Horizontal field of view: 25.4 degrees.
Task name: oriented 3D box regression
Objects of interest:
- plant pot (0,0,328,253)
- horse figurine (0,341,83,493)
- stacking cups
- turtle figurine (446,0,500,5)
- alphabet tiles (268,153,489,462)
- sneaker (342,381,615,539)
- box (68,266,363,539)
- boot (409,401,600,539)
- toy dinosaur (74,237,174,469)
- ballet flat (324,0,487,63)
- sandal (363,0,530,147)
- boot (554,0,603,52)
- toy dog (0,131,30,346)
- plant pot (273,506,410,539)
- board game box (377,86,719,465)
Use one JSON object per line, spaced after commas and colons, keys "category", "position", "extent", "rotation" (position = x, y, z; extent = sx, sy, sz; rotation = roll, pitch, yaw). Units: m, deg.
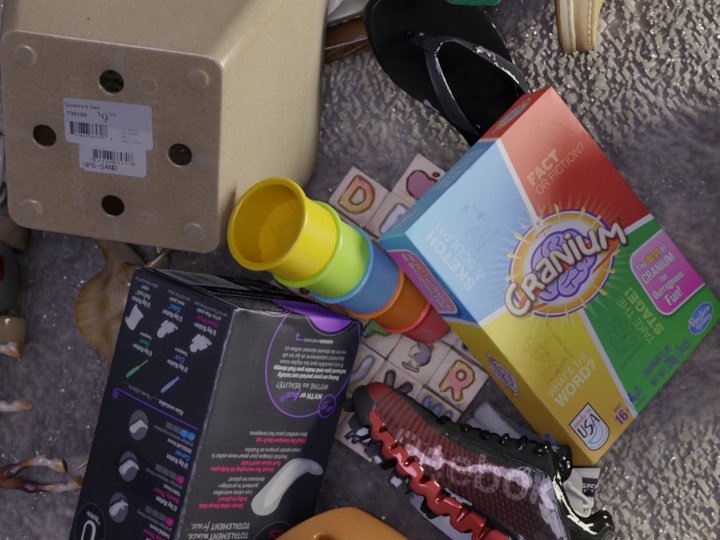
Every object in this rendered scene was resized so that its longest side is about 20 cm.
{"category": "plant pot", "position": [-0.135, -0.118, 1.022], "extent": [0.200, 0.177, 0.200], "rotation": [9, 123, 5]}
{"category": "horse figurine", "position": [-0.276, 0.118, 1.088], "extent": [0.133, 0.050, 0.200], "rotation": [-13, 129, 4]}
{"category": "stacking cups", "position": [0.000, 0.000, 1.031], "extent": [0.060, 0.200, 0.061], "rotation": [-14, 65, 33]}
{"category": "turtle figurine", "position": [0.059, -0.271, 1.084], "extent": [0.101, 0.200, 0.150], "rotation": [-27, 129, 19]}
{"category": "alphabet tiles", "position": [0.024, 0.026, 1.126], "extent": [0.166, 0.006, 0.200], "rotation": [35, 90, 6]}
{"category": "sneaker", "position": [0.081, 0.131, 1.026], "extent": [0.200, 0.071, 0.098], "rotation": [42, 89, 12]}
{"category": "box", "position": [-0.096, 0.109, 1.044], "extent": [0.106, 0.122, 0.200], "rotation": [20, 97, 42]}
{"category": "boot", "position": [0.137, 0.175, 1.074], "extent": [0.200, 0.074, 0.096], "rotation": [37, 94, 5]}
{"category": "toy dinosaur", "position": [-0.158, 0.037, 1.125], "extent": [0.101, 0.058, 0.200], "rotation": [-9, 78, 19]}
{"category": "ballet flat", "position": [0.008, -0.188, 1.107], "extent": [0.200, 0.072, 0.068], "rotation": [-16, 81, 3]}
{"category": "sandal", "position": [0.084, -0.118, 1.077], "extent": [0.076, 0.043, 0.200], "rotation": [-44, 106, -1]}
{"category": "boot", "position": [0.217, -0.238, 1.093], "extent": [0.155, 0.073, 0.200], "rotation": [10, 82, 8]}
{"category": "toy dog", "position": [-0.278, -0.003, 1.063], "extent": [0.096, 0.200, 0.132], "rotation": [2, 64, -4]}
{"category": "plant pot", "position": [-0.004, 0.245, 1.003], "extent": [0.200, 0.200, 0.140], "rotation": [-43, 60, 1]}
{"category": "board game box", "position": [0.129, 0.004, 1.047], "extent": [0.153, 0.040, 0.200], "rotation": [-45, 103, -22]}
